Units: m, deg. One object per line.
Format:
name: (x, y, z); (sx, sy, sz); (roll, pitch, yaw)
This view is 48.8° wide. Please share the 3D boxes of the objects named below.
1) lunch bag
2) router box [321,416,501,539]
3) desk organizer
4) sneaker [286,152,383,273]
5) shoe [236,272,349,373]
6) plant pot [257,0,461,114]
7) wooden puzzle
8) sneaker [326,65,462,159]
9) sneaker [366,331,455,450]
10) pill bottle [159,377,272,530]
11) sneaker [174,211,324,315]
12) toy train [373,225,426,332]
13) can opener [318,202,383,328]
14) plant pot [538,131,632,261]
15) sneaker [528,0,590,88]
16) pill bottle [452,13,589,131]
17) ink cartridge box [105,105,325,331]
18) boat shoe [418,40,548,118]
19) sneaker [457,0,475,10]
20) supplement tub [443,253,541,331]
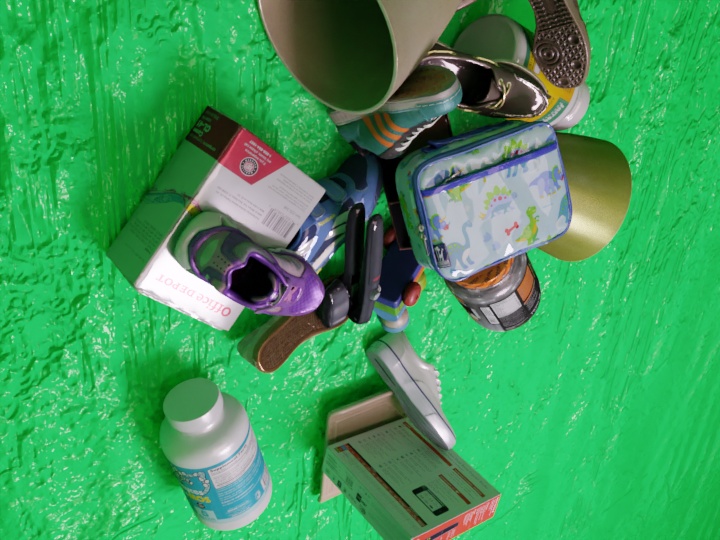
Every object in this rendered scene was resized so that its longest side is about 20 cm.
lunch bag: (0.148, -0.090, 0.950); (0.200, 0.082, 0.161); (-20, 110, -15)
router box: (0.073, 0.311, 1.168); (0.179, 0.200, 0.049); (-11, 126, -38)
desk organizer: (0.074, -0.125, 0.997); (0.077, 0.072, 0.200); (-24, 109, -25)
sneaker: (-0.050, -0.071, 0.966); (0.200, 0.074, 0.082); (-52, 135, -4)
shoe: (-0.077, 0.060, 1.040); (0.200, 0.053, 0.070); (-36, 120, -34)
plant pot: (0.027, -0.296, 0.831); (0.200, 0.187, 0.188); (-43, 137, -29)
wooden puzzle: (0.013, 0.263, 1.261); (0.185, 0.037, 0.200); (-15, 129, -35)
sneaker: (0.047, -0.169, 0.876); (0.071, 0.200, 0.080); (-46, 117, -24)
sneaker: (0.093, 0.176, 1.190); (0.071, 0.073, 0.200); (-37, 100, -22)
pill bottle: (-0.186, 0.229, 1.006); (0.111, 0.111, 0.200); (-31, 132, -23)
sneaker: (-0.101, 0.013, 0.839); (0.200, 0.088, 0.081); (29, 94, -50)
toy train: (0.077, -0.014, 1.120); (0.200, 0.085, 0.116); (-58, 158, -26)
can opener: (0.000, 0.000, 0.970); (0.079, 0.063, 0.200); (-47, 162, -40)
plant pot: (0.246, -0.125, 1.133); (0.200, 0.187, 0.187); (14, 106, -30)
sneaker: (0.237, -0.313, 0.937); (0.076, 0.070, 0.200); (-57, 136, -31)
pill bottle: (0.219, -0.253, 1.057); (0.200, 0.113, 0.113); (13, 107, -45)
ink cartridge box: (-0.157, -0.054, 0.872); (0.200, 0.086, 0.148); (-53, 138, 1)
boat shoe: (0.137, -0.215, 0.923); (0.200, 0.060, 0.072); (15, 120, -22)
sneaker: (0.149, -0.384, 0.952); (0.200, 0.070, 0.076); (-40, 109, -11)
supplement tub: (0.190, 0.007, 1.159); (0.123, 0.122, 0.200); (-51, 151, -4)
